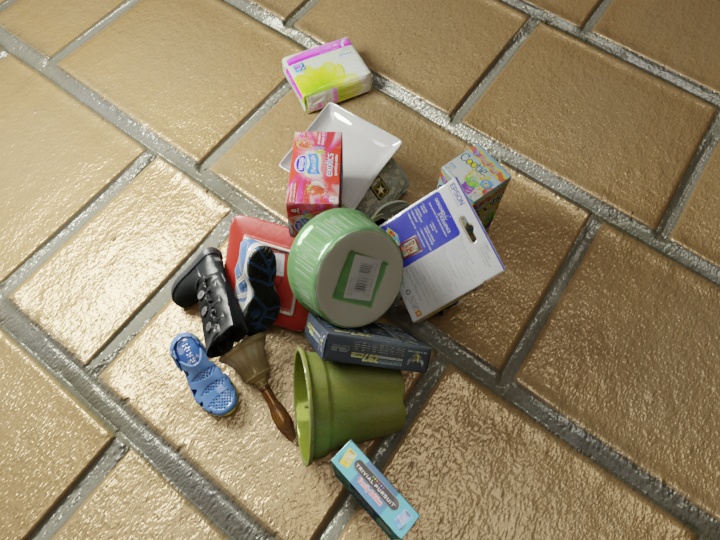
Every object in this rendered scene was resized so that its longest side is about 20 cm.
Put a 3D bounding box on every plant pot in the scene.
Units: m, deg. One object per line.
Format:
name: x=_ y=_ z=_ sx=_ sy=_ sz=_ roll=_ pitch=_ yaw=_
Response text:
plant pot: x=-0.020 y=0.235 z=0.969 sx=0.180 sy=0.201 sz=0.204 roll=-2 pitch=63 yaw=-14

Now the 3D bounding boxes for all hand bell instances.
hand bell: x=-0.179 y=0.232 z=1.027 sx=0.103 sy=0.104 sz=0.202 roll=-29 pitch=81 yaw=-15

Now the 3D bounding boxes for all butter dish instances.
butter dish: x=-0.166 y=-0.007 z=1.104 sx=0.196 sy=0.148 sz=0.203 roll=16 pitch=108 yaw=8

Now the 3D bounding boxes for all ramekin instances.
ramekin: x=-0.020 y=0.001 z=0.934 sx=0.198 sy=0.203 sz=0.097 roll=-33 pitch=30 yaw=-16

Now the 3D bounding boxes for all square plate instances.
square plate: x=-0.041 y=-0.246 z=1.152 sx=0.196 sy=0.029 sz=0.201 roll=31 pitch=71 yaw=12

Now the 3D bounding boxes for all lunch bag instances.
lunch bag: x=-0.004 y=-0.200 z=1.210 sx=0.199 sy=0.118 sz=0.164 roll=38 pitch=72 yaw=10

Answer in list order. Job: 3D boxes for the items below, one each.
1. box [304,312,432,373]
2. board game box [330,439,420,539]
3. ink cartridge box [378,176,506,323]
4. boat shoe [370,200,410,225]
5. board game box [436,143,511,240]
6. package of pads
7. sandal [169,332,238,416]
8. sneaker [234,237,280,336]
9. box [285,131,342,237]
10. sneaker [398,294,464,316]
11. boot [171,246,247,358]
box: x=0.009 y=0.129 z=0.969 sx=0.196 sy=0.157 sz=0.052 roll=10 pitch=94 yaw=-19
board game box: x=0.020 y=0.367 z=0.886 sx=0.047 sy=0.201 sz=0.151 roll=-41 pitch=71 yaw=-19
ink cartridge box: x=0.144 y=-0.036 z=1.008 sx=0.198 sy=0.047 sz=0.201 roll=-30 pitch=74 yaw=17
boat shoe: x=0.045 y=-0.088 z=1.149 sx=0.200 sy=0.073 sz=0.060 roll=-33 pitch=30 yaw=-26
board game box: x=0.226 y=-0.149 z=1.141 sx=0.102 sy=0.201 sz=0.105 roll=-33 pitch=68 yaw=-16
package of pads: x=-0.084 y=-0.504 z=1.380 sx=0.197 sy=0.069 sz=0.156 roll=-24 pitch=66 yaw=-12
sandal: x=-0.308 y=0.194 z=1.028 sx=0.079 sy=0.087 sz=0.200 roll=-39 pitch=72 yaw=-20
sneaker: x=-0.198 y=0.032 z=1.016 sx=0.075 sy=0.204 sz=0.077 roll=-10 pitch=33 yaw=-34
box: x=-0.084 y=-0.167 z=1.029 sx=0.097 sy=0.096 sz=0.203 roll=1 pitch=53 yaw=1
sneaker: x=0.135 y=0.016 z=1.141 sx=0.144 sy=0.082 sz=0.200 roll=0 pitch=29 yaw=-35
boot: x=-0.298 y=0.082 z=1.038 sx=0.065 sy=0.165 sz=0.202 roll=8 pitch=43 yaw=-44
